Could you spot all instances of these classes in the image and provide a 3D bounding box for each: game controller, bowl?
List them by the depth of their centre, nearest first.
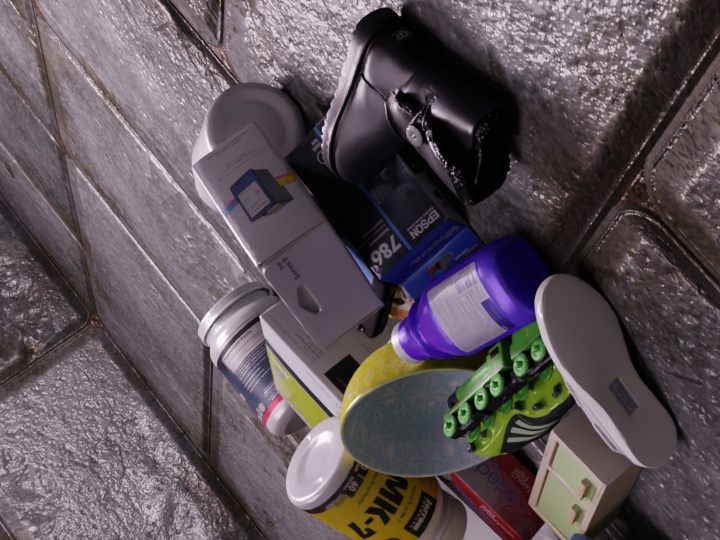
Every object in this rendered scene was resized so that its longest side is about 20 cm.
[{"bbox_3d":[0.000,0.000,1.415,0.104,0.042,0.200,49,160,16],"label":"game controller"},{"bbox_3d":[0.072,0.126,1.419,0.201,0.199,0.108,76,-176,-48],"label":"bowl"}]

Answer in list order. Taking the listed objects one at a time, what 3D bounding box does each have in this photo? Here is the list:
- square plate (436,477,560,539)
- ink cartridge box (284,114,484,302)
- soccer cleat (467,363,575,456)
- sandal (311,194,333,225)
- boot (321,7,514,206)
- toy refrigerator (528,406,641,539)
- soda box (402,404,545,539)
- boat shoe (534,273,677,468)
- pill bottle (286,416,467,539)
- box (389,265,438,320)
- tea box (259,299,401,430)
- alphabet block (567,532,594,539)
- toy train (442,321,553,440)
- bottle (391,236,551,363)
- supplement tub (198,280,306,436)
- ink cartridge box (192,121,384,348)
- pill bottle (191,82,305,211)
[{"bbox_3d":[0.120,0.300,1.604,0.198,0.200,0.028,55,-158,-4],"label":"square plate"},{"bbox_3d":[0.022,-0.068,1.283,0.200,0.099,0.039,50,-156,7],"label":"ink cartridge box"},{"bbox_3d":[0.176,0.134,1.314,0.200,0.081,0.068,-47,49,52],"label":"soccer cleat"},{"bbox_3d":[-0.036,-0.018,1.522,0.200,0.075,0.048,46,175,-22],"label":"sandal"},{"bbox_3d":[0.049,-0.109,1.147,0.168,0.076,0.200,48,146,26],"label":"boot"},{"bbox_3d":[0.224,0.210,1.312,0.076,0.070,0.200,47,159,22],"label":"toy refrigerator"},{"bbox_3d":[0.133,0.228,1.516,0.200,0.070,0.063,43,160,3],"label":"soda box"},{"bbox_3d":[0.209,0.088,1.159,0.200,0.072,0.068,50,162,-16],"label":"boat shoe"},{"bbox_3d":[0.022,0.263,1.512,0.200,0.115,0.114,35,170,-26],"label":"pill bottle"},{"bbox_3d":[0.023,-0.033,1.425,0.200,0.041,0.119,58,161,-17],"label":"box"},{"bbox_3d":[-0.009,0.135,1.643,0.200,0.133,0.197,45,158,26],"label":"tea box"},{"bbox_3d":[0.256,0.421,1.328,0.195,0.197,0.200,25,151,17],"label":"alphabet block"},{"bbox_3d":[0.137,0.103,1.264,0.200,0.042,0.057,-49,38,46],"label":"toy train"},{"bbox_3d":[0.100,0.038,1.239,0.084,0.065,0.200,57,143,3],"label":"bottle"},{"bbox_3d":[-0.130,0.129,1.912,0.200,0.140,0.140,48,160,17],"label":"supplement tub"},{"bbox_3d":[-0.075,-0.037,1.337,0.145,0.087,0.200,55,-179,-43],"label":"ink cartridge box"},{"bbox_3d":[-0.137,-0.133,1.519,0.115,0.114,0.200,54,161,2],"label":"pill bottle"}]
